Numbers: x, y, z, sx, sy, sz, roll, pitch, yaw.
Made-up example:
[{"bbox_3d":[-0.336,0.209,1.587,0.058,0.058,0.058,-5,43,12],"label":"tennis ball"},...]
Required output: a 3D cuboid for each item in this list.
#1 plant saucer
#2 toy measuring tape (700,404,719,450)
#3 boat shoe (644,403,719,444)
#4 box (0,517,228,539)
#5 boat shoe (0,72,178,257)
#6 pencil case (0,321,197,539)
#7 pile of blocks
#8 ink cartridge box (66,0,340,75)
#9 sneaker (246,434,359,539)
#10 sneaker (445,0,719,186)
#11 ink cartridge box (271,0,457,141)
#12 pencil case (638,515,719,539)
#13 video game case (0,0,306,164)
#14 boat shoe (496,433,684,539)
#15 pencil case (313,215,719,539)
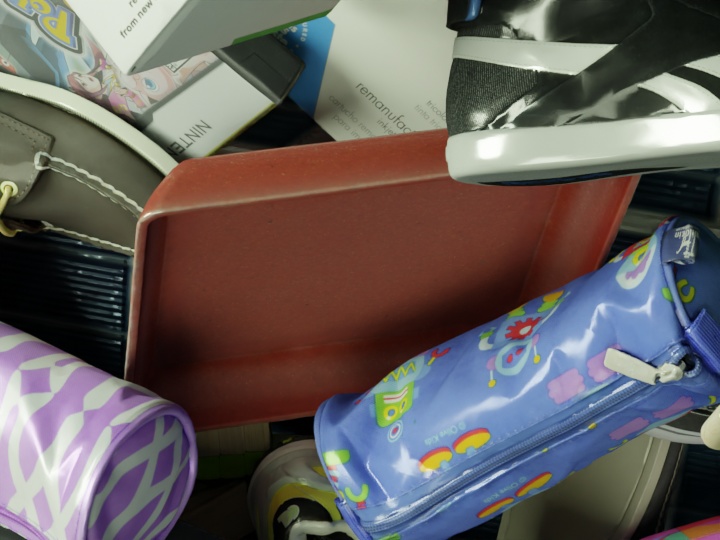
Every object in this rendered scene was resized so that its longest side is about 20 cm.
[{"bbox_3d":[0.000,0.000,1.049,0.198,0.037,0.200,-7,152,-11],"label":"plant saucer"},{"bbox_3d":[0.195,-0.002,1.009,0.074,0.199,0.074,41,147,34],"label":"toy measuring tape"},{"bbox_3d":[0.189,0.043,1.072,0.198,0.066,0.070,11,79,4],"label":"boat shoe"},{"bbox_3d":[-0.096,0.155,1.132,0.199,0.049,0.162,19,152,31],"label":"box"},{"bbox_3d":[-0.158,-0.048,1.061,0.200,0.061,0.072,26,150,10],"label":"boat shoe"},{"bbox_3d":[-0.164,0.061,1.064,0.199,0.086,0.084,19,145,29],"label":"pencil case"},{"bbox_3d":[-0.042,0.112,1.183,0.082,0.062,0.201,-27,106,7],"label":"pile of blocks"},{"bbox_3d":[-0.083,-0.181,0.922,0.200,0.145,0.084,51,121,8],"label":"ink cartridge box"},{"bbox_3d":[0.015,0.168,1.129,0.075,0.076,0.200,-37,104,10],"label":"sneaker"},{"bbox_3d":[0.123,-0.093,0.912,0.198,0.073,0.113,-4,86,16],"label":"sneaker"},{"bbox_3d":[0.049,-0.135,1.006,0.116,0.067,0.200,41,122,-14],"label":"ink cartridge box"},{"bbox_3d":[0.149,0.148,1.107,0.199,0.088,0.089,-11,125,-18],"label":"pencil case"},{"bbox_3d":[-0.142,-0.107,1.048,0.200,0.026,0.181,39,148,-13],"label":"video game case"},{"bbox_3d":[0.106,0.122,1.175,0.062,0.073,0.201,-3,127,-38],"label":"boat shoe"},{"bbox_3d":[0.073,0.051,1.044,0.199,0.087,0.078,-29,104,27],"label":"pencil case"}]
